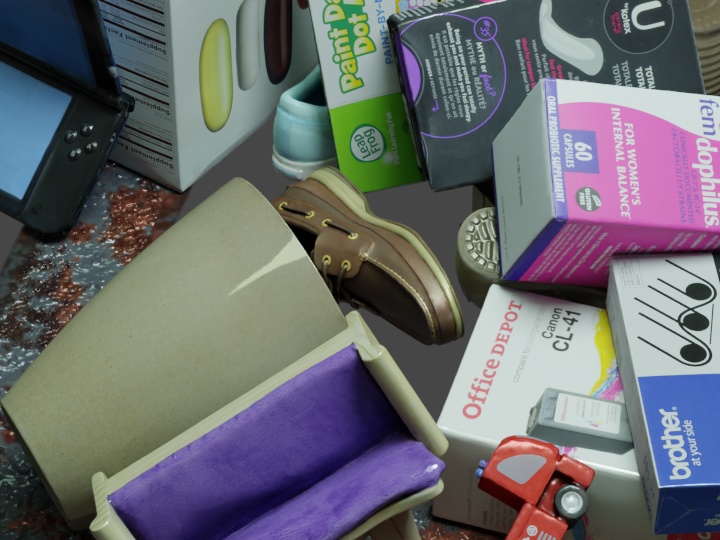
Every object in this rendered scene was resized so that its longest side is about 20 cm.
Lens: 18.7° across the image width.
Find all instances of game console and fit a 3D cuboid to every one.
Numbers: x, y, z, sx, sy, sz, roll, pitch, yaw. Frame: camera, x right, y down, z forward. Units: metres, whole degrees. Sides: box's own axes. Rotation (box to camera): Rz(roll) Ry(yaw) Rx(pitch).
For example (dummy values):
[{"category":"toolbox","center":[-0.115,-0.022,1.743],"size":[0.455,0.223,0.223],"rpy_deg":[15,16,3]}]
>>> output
[{"category":"game console","center":[-0.275,-0.145,1.586],"size":[0.199,0.118,0.171],"rpy_deg":[27,90,28]}]

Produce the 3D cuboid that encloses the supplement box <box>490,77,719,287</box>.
[{"category":"supplement box","center":[0.197,-0.050,1.428],"size":[0.199,0.103,0.102],"rpy_deg":[4,65,-17]}]

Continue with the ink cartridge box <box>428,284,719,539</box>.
[{"category":"ink cartridge box","center":[0.157,0.102,1.390],"size":[0.199,0.086,0.148],"rpy_deg":[13,43,11]}]

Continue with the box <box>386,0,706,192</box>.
[{"category":"box","center":[0.128,-0.139,1.523],"size":[0.199,0.123,0.106],"rpy_deg":[-12,10,-1]}]

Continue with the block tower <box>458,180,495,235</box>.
[{"category":"block tower","center":[0.170,-0.053,1.558],"size":[0.199,0.058,0.054],"rpy_deg":[-19,44,-19]}]

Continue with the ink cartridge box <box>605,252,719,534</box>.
[{"category":"ink cartridge box","center":[0.209,0.070,1.330],"size":[0.093,0.044,0.201],"rpy_deg":[-2,42,-2]}]

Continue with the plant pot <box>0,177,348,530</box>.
[{"category":"plant pot","center":[-0.117,0.071,1.373],"size":[0.199,0.188,0.187],"rpy_deg":[-30,48,-11]}]

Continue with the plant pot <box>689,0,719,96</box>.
[{"category":"plant pot","center":[0.222,-0.199,1.668],"size":[0.200,0.093,0.202],"rpy_deg":[12,58,-21]}]

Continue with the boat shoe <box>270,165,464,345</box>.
[{"category":"boat shoe","center":[0.000,-0.001,1.523],"size":[0.067,0.072,0.200],"rpy_deg":[-27,42,-21]}]

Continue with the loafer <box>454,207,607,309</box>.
[{"category":"loafer","center":[0.154,0.001,1.487],"size":[0.199,0.068,0.076],"rpy_deg":[10,63,-12]}]

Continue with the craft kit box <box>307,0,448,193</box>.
[{"category":"craft kit box","center":[0.065,-0.169,1.592],"size":[0.196,0.201,0.049],"rpy_deg":[-11,7,1]}]

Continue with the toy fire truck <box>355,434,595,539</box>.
[{"category":"toy fire truck","center":[0.036,0.173,1.284],"size":[0.140,0.049,0.201],"rpy_deg":[28,77,5]}]

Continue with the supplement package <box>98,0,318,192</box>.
[{"category":"supplement package","center":[-0.137,-0.207,1.655],"size":[0.147,0.201,0.191],"rpy_deg":[25,47,25]}]

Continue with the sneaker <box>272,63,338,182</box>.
[{"category":"sneaker","center":[0.011,-0.143,1.672],"size":[0.074,0.082,0.200],"rpy_deg":[28,48,27]}]

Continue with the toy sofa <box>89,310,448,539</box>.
[{"category":"toy sofa","center":[-0.053,0.121,1.269],"size":[0.199,0.083,0.098],"rpy_deg":[-32,26,3]}]
